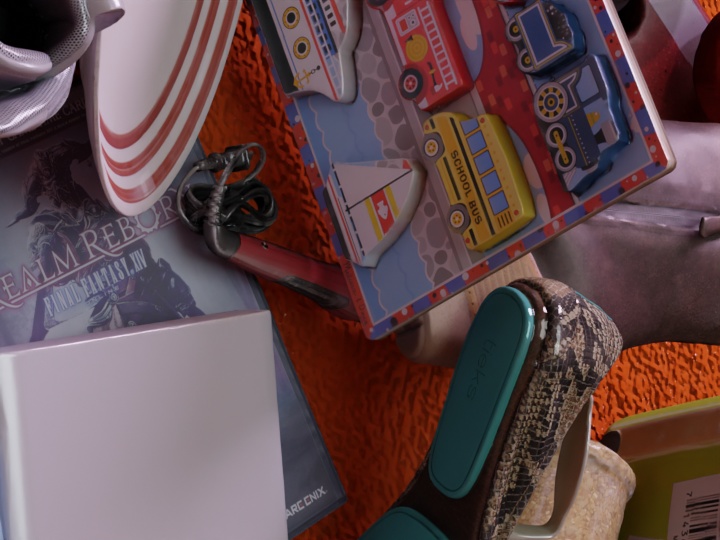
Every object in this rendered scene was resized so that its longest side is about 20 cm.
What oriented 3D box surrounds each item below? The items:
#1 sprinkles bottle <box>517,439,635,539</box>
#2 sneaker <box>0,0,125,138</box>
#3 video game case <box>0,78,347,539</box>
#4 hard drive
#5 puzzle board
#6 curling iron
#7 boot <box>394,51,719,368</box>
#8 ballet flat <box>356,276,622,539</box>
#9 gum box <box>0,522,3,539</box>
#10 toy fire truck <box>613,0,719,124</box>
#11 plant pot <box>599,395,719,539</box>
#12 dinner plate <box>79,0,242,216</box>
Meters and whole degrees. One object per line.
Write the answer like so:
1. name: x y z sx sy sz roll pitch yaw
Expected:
1. sprinkles bottle: 0.062 0.167 0.961 0.068 0.068 0.200 34 60 -32
2. sneaker: -0.171 -0.067 0.704 0.200 0.115 0.075 -13 95 -37
3. video game case: -0.093 0.030 0.886 0.143 0.019 0.201 -30 102 -41
4. hard drive: -0.079 0.122 0.847 0.132 0.025 0.201 -8 96 -45
5. puzzle board: 0.024 -0.094 0.889 0.017 0.151 0.201 5 60 -53
6. curling iron: 0.000 0.000 0.952 0.200 0.026 0.050 28 65 -42
7. boot: 0.080 -0.057 0.968 0.166 0.072 0.201 -5 87 -28
8. ballet flat: 0.045 0.099 0.911 0.075 0.068 0.200 24 99 -33
9. gum box: -0.203 0.077 0.751 0.170 0.045 0.201 -7 87 -36
10. toy fire truck: 0.102 -0.090 1.032 0.168 0.112 0.200 -43 110 -18
11. plant pot: 0.206 0.153 1.012 0.181 0.199 0.201 24 66 -29
12. dinner plate: -0.069 -0.119 0.837 0.024 0.200 0.201 14 66 7
